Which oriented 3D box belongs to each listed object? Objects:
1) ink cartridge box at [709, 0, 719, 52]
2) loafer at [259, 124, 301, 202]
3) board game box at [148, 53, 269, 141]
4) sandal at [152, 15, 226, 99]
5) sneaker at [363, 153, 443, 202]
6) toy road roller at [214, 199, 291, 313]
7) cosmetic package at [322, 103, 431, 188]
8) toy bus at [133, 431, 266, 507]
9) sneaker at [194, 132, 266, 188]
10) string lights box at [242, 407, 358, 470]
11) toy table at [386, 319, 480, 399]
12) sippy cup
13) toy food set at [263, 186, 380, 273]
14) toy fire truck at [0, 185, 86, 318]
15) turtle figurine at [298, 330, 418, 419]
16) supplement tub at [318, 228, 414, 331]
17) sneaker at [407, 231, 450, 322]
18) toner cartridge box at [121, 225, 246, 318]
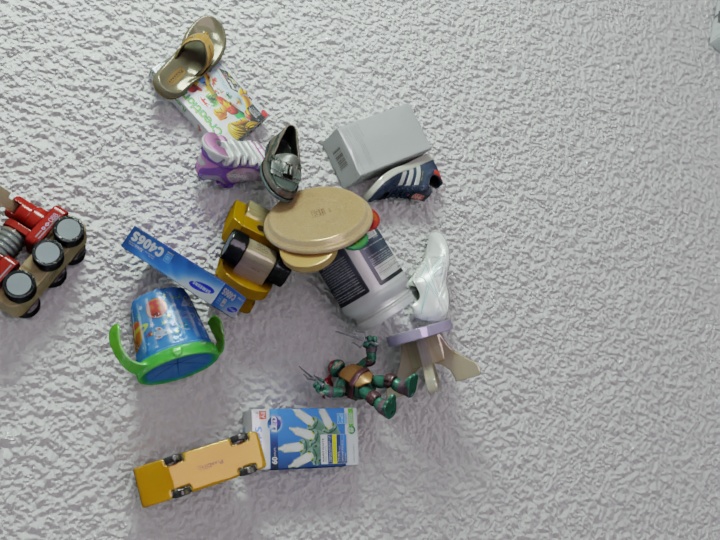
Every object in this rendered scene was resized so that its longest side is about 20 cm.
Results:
[{"bbox_3d":[1.160,-0.743,2.284,0.145,0.083,0.201,31,63,-16],"label":"ink cartridge box"},{"bbox_3d":[-0.140,-0.201,1.356,0.072,0.063,0.200,23,31,-24],"label":"loafer"},{"bbox_3d":[-0.287,-0.332,1.425,0.200,0.035,0.126,47,60,-7],"label":"board game box"},{"bbox_3d":[-0.309,-0.398,1.381,0.080,0.054,0.201,37,62,-12],"label":"sandal"},{"bbox_3d":[0.097,-0.173,1.555,0.200,0.075,0.085,-31,86,-32],"label":"sneaker"},{"bbox_3d":[-0.203,-0.019,1.343,0.122,0.146,0.200,27,27,-18],"label":"toy road roller"},{"bbox_3d":[0.035,-0.259,1.547,0.199,0.081,0.113,-23,87,-32],"label":"cosmetic package"},{"bbox_3d":[-0.257,0.317,1.198,0.199,0.078,0.065,-14,80,-20],"label":"toy bus"},{"bbox_3d":[-0.227,-0.192,1.394,0.200,0.089,0.081,7,41,-48],"label":"sneaker"},{"bbox_3d":[-0.105,0.296,1.315,0.199,0.059,0.103,4,74,-26],"label":"string lights box"},{"bbox_3d":[0.123,0.164,1.410,0.200,0.183,0.118,-2,75,-72],"label":"toy table"},{"bbox_3d":[-0.315,0.103,1.230,0.139,0.178,0.131,-23,72,5],"label":"sippy cup"},{"bbox_3d":[-0.069,-0.082,1.305,0.197,0.200,0.049,-24,131,-21],"label":"toy food set"},{"bbox_3d":[-0.553,-0.054,1.160,0.199,0.129,0.176,33,62,-2],"label":"toy fire truck"},{"bbox_3d":[-0.004,0.189,1.351,0.150,0.199,0.101,-53,145,-24],"label":"turtle figurine"},{"bbox_3d":[0.000,0.000,1.413,0.140,0.140,0.201,-31,91,-31],"label":"supplement tub"},{"bbox_3d":[0.139,0.009,1.527,0.080,0.071,0.201,6,64,-5],"label":"sneaker"},{"bbox_3d":[-0.290,0.003,1.230,0.199,0.095,0.043,30,82,21],"label":"toner cartridge box"}]
